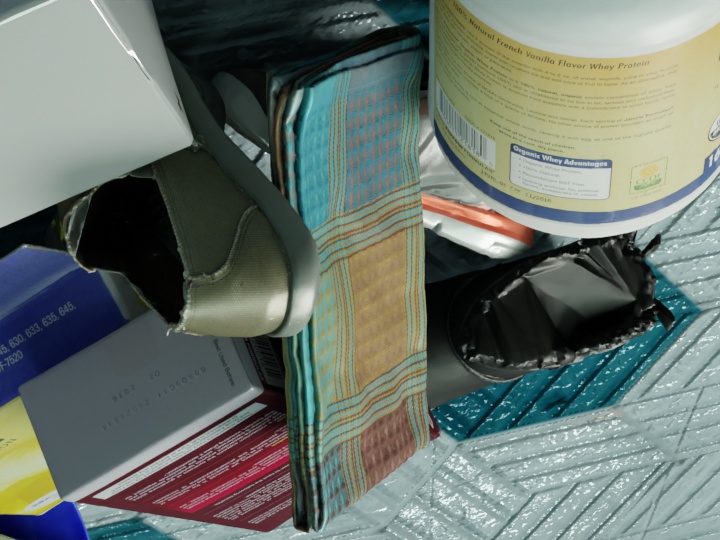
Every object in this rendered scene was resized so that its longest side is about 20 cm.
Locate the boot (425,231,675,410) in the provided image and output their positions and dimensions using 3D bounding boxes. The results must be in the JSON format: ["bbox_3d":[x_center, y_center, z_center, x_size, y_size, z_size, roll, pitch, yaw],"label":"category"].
[{"bbox_3d":[0.055,0.035,1.409,0.198,0.073,0.162,-21,-179,-8],"label":"boot"}]

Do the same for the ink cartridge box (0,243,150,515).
[{"bbox_3d":[-0.154,0.057,1.304,0.198,0.047,0.200,-31,161,29],"label":"ink cartridge box"}]

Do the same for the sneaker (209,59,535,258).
[{"bbox_3d":[0.015,-0.072,1.314,0.200,0.077,0.082,20,102,-40],"label":"sneaker"}]

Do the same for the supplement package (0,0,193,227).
[{"bbox_3d":[-0.189,-0.086,1.115,0.200,0.120,0.121,-22,145,6],"label":"supplement package"}]

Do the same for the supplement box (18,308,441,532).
[{"bbox_3d":[-0.056,0.066,1.284,0.109,0.061,0.200,-30,159,17],"label":"supplement box"}]

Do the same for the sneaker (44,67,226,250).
[{"bbox_3d":[-0.091,-0.037,1.302,0.085,0.075,0.200,-10,156,-25],"label":"sneaker"}]

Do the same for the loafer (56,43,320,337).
[{"bbox_3d":[-0.097,-0.042,1.162,0.070,0.200,0.075,-15,134,-37],"label":"loafer"}]

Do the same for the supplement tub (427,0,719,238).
[{"bbox_3d":[0.100,-0.123,1.188,0.144,0.144,0.200,-14,148,-8],"label":"supplement tub"}]

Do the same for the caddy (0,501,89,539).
[{"bbox_3d":[-0.210,0.155,1.435,0.105,0.141,0.200,-14,153,27],"label":"caddy"}]

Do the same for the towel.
[{"bbox_3d":[0.000,0.000,1.221,0.022,0.200,0.147,3,-165,22],"label":"towel"}]
